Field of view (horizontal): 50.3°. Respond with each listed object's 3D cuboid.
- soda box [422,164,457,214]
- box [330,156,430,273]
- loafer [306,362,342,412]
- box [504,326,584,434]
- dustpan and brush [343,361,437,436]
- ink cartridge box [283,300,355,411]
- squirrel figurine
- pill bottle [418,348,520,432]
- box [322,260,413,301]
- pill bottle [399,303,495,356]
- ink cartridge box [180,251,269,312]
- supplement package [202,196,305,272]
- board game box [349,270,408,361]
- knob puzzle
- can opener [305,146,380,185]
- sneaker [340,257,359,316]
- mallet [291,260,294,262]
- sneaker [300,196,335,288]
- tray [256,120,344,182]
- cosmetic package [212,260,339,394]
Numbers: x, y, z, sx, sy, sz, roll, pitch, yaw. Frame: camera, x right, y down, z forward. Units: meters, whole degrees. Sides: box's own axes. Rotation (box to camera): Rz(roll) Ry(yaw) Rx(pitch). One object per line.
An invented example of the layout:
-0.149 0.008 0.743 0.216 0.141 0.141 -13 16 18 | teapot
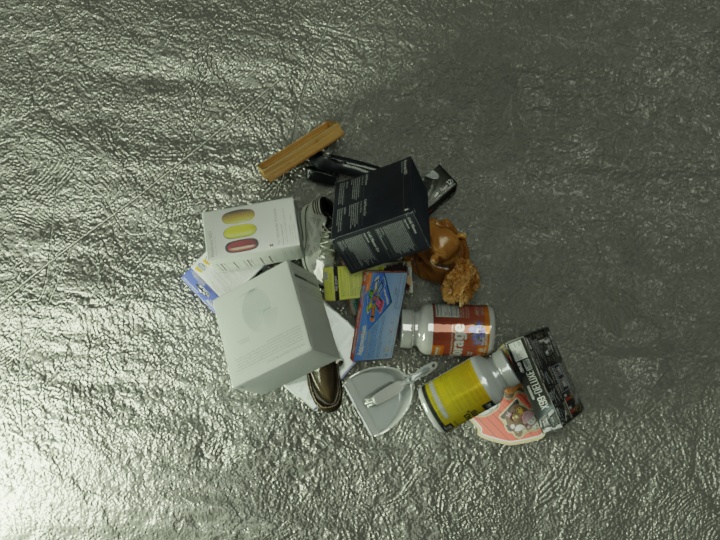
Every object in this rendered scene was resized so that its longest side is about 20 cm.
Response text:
0.124 -0.146 1.733 0.200 0.071 0.063 -41 77 -7 | soda box
0.044 -0.117 1.602 0.181 0.104 0.201 -18 39 18 | box
-0.085 0.202 1.626 0.072 0.071 0.202 -13 82 -3 | loafer
0.393 0.227 1.626 0.050 0.157 0.201 -28 80 31 | box
0.081 0.251 1.662 0.199 0.057 0.140 -27 85 -25 | dustpan and brush
-0.111 0.170 1.688 0.200 0.041 0.200 41 83 5 | ink cartridge box
0.194 -0.025 1.652 0.141 0.187 0.201 -34 81 -7 | squirrel figurine
0.230 0.250 1.616 0.199 0.112 0.113 -31 81 11 | pill bottle
0.018 0.021 1.654 0.199 0.050 0.076 -6 92 -29 | box
0.186 0.129 1.663 0.198 0.112 0.113 1 79 0 | pill bottle
-0.291 -0.012 1.720 0.119 0.042 0.200 43 79 8 | ink cartridge box
-0.229 -0.075 1.656 0.198 0.110 0.115 -10 76 0 | supplement package
0.039 0.097 1.644 0.102 0.019 0.202 -1 109 -32 | board game box
0.329 0.292 1.675 0.218 0.030 0.222 0 79 -1 | knob puzzle
-0.025 -0.235 1.762 0.198 0.079 0.064 8 41 -2 | can opener
0.000 0.000 1.705 0.079 0.071 0.202 -6 84 -5 | sneaker
-0.197 0.016 1.722 0.200 0.066 0.041 -40 76 -22 | mallet
-0.083 -0.066 1.686 0.075 0.115 0.202 -4 78 -25 | sneaker
-0.137 -0.272 1.739 0.199 0.099 0.037 -34 110 -6 | tray
-0.175 0.122 1.580 0.198 0.123 0.201 -27 63 19 | cosmetic package
